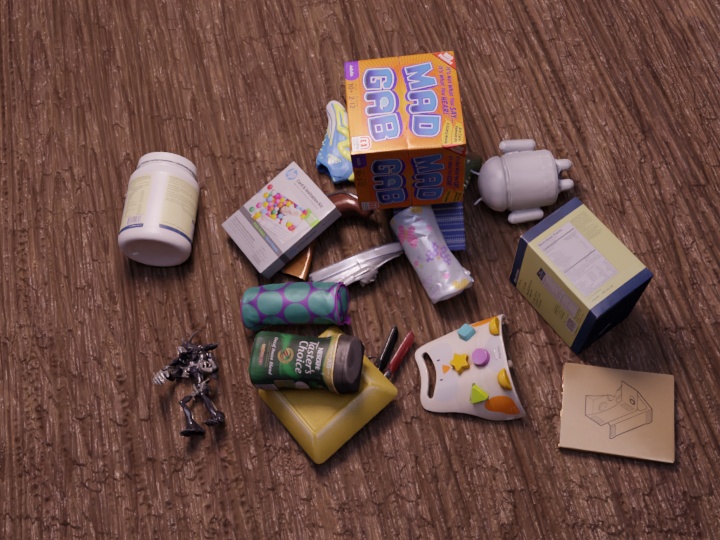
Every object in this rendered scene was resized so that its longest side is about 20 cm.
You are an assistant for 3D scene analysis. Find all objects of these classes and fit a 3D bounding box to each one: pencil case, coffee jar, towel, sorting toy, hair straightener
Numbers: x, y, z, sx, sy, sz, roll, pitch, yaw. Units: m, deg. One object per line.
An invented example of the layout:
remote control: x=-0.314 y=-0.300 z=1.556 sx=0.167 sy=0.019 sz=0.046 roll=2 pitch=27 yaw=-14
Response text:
pencil case: x=0.136 y=-0.035 z=1.576 sx=0.091 sy=0.083 sz=0.200 roll=-34 pitch=82 yaw=33
coffee jar: x=-0.094 y=0.165 z=1.459 sx=0.200 sy=0.085 sz=0.104 roll=0 pitch=63 yaw=15
towel: x=0.134 y=-0.136 z=1.626 sx=0.145 sy=0.024 sz=0.200 roll=-3 pitch=93 yaw=20
pencil case: x=-0.124 y=0.070 z=1.567 sx=0.200 sy=0.093 sz=0.085 roll=-3 pitch=33 yaw=14
sorting toy: x=0.192 y=0.183 z=1.509 sx=0.180 sy=0.107 sz=0.200 roll=-16 pitch=63 yaw=18
hair straightener: x=0.026 y=0.191 z=1.543 sx=0.077 sy=0.041 sz=0.200 roll=21 pitch=73 yaw=26

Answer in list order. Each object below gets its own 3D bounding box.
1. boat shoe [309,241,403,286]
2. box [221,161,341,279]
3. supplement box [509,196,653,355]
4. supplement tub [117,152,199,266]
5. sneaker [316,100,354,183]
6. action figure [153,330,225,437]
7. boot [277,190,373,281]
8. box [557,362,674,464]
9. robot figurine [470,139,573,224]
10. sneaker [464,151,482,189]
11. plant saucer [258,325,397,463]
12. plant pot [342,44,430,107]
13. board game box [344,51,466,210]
boat shoe: x=0.000 y=0.000 z=1.619 sx=0.200 sy=0.074 sz=0.065 roll=-22 pitch=94 yaw=-1
box: x=-0.161 y=-0.102 z=1.643 sx=0.200 sy=0.041 sz=0.156 roll=-40 pitch=61 yaw=-2
supplement box: x=0.398 y=0.013 z=1.500 sx=0.134 sy=0.200 sz=0.200 roll=-34 pitch=68 yaw=-12
supplement tub: x=-0.407 y=-0.124 z=1.659 sx=0.145 sy=0.145 sz=0.200 roll=1 pitch=65 yaw=5
sneaker: x=-0.058 y=-0.271 z=1.740 sx=0.105 sy=0.076 sz=0.200 roll=-21 pitch=66 yaw=-5
action figure: x=-0.315 y=0.201 z=1.525 sx=0.119 sy=0.102 sz=0.200 roll=-22 pitch=66 yaw=7
boot: x=-0.087 y=-0.073 z=1.653 sx=0.188 sy=0.069 sz=0.200 roll=16 pitch=68 yaw=11
box: x=0.465 y=0.256 z=1.479 sx=0.200 sy=0.021 sz=0.164 roll=6 pitch=66 yaw=8
robot figurine: x=0.325 y=-0.182 z=1.645 sx=0.200 sy=0.113 sz=0.170 roll=-8 pitch=90 yaw=1
sneaker: x=0.187 y=-0.153 z=1.672 sx=0.200 sy=0.067 sz=0.090 roll=-36 pitch=68 yaw=-6
plant saucer: x=-0.068 y=0.217 z=1.502 sx=0.200 sy=0.048 sz=0.200 roll=-41 pitch=59 yaw=-9
plant pot: x=0.078 y=-0.340 z=1.706 sx=0.198 sy=0.200 sz=0.200 roll=-22 pitch=65 yaw=2
board game box: x=0.082 y=-0.252 z=1.498 sx=0.200 sy=0.200 sz=0.200 roll=-5 pitch=65 yaw=3
